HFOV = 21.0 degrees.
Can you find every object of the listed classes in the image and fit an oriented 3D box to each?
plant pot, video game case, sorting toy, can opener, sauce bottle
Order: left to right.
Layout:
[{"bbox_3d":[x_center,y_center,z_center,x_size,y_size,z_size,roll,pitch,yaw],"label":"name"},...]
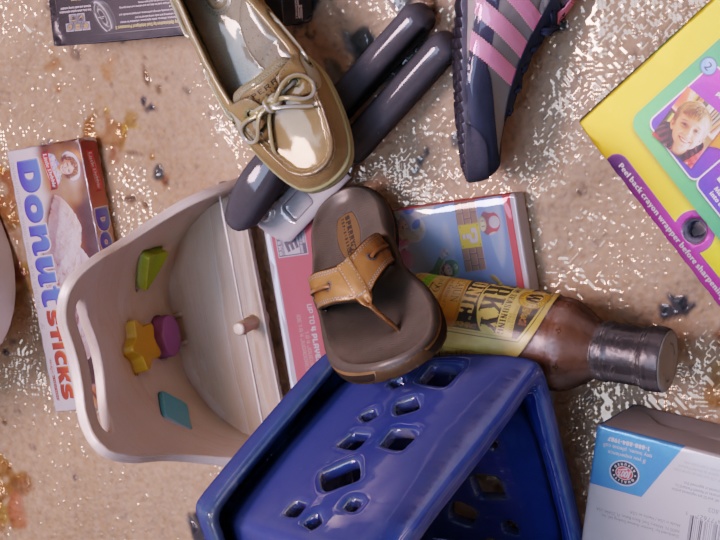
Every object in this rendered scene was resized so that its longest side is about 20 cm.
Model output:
[{"bbox_3d":[-0.141,0.050,1.344,0.106,0.180,0.202,-9,94,29],"label":"sorting toy"},{"bbox_3d":[-0.016,-0.094,1.311,0.053,0.067,0.200,48,116,8],"label":"can opener"},{"bbox_3d":[0.016,0.173,1.244,0.178,0.200,0.201,10,132,34],"label":"plant pot"},{"bbox_3d":[0.031,0.029,1.338,0.198,0.017,0.145,-7,95,29],"label":"video game case"},{"bbox_3d":[0.106,0.043,1.255,0.198,0.065,0.065,8,103,26],"label":"sauce bottle"}]

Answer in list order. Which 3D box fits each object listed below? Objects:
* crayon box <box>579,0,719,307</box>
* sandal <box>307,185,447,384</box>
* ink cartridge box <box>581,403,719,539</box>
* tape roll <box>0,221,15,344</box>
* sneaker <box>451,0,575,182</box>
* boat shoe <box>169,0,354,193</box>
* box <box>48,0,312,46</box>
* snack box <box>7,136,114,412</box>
[{"bbox_3d":[0.259,-0.070,1.172,0.172,0.058,0.201,-42,79,27],"label":"crayon box"},{"bbox_3d":[0.000,0.000,1.253,0.081,0.201,0.055,-28,127,12],"label":"sandal"},{"bbox_3d":[0.202,0.200,1.246,0.114,0.068,0.202,13,105,26],"label":"ink cartridge box"},{"bbox_3d":[-0.376,0.005,1.453,0.138,0.202,0.205,-23,87,29],"label":"tape roll"},{"bbox_3d":[0.100,-0.154,1.240,0.081,0.070,0.202,1,106,-3],"label":"sneaker"},{"bbox_3d":[-0.074,-0.140,1.278,0.073,0.063,0.202,-30,78,16],"label":"boat shoe"},{"bbox_3d":[-0.134,-0.245,1.365,0.198,0.043,0.162,-2,98,29],"label":"box"},{"bbox_3d":[-0.214,0.004,1.465,0.071,0.024,0.202,-7,96,31],"label":"snack box"}]
